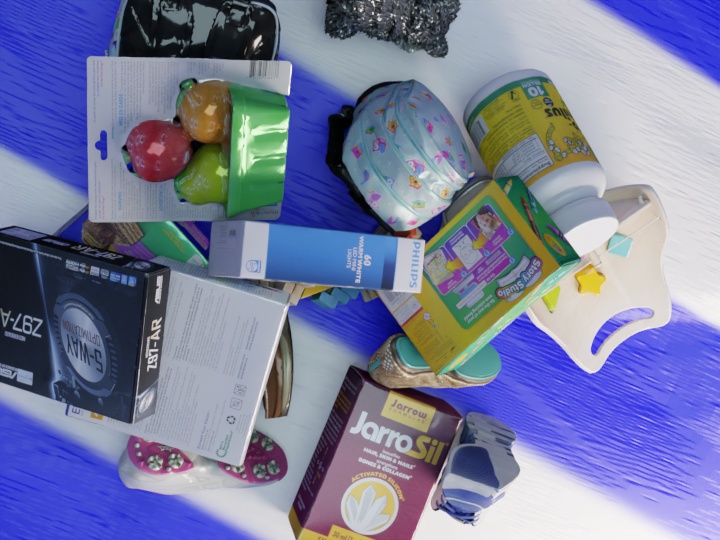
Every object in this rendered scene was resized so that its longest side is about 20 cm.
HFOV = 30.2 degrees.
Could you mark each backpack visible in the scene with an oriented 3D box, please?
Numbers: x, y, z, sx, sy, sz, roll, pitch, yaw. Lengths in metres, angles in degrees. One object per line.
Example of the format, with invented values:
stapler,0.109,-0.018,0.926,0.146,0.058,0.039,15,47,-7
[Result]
backpack,-0.185,-0.207,1.422,0.177,0.151,0.200,9,102,-12
backpack,0.047,-0.126,1.441,0.167,0.200,0.127,44,110,-8

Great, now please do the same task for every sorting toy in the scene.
sorting toy,0.279,0.020,1.564,0.200,0.107,0.180,-33,108,-5

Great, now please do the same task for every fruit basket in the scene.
fruit basket,-0.173,-0.132,1.342,0.199,0.094,0.186,2,122,-7

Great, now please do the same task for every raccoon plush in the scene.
raccoon plush,0.030,-0.275,1.439,0.134,0.200,0.097,20,110,9

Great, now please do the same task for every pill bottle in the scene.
pill bottle,0.203,-0.115,1.479,0.113,0.113,0.200,-21,65,-7

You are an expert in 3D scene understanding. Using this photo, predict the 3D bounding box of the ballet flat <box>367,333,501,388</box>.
ballet flat,0.081,0.106,1.532,0.200,0.065,0.071,11,56,-46

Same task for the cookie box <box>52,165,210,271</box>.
cookie box,-0.261,0.012,1.450,0.200,0.075,0.171,-39,102,13

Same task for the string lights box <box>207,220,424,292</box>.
string lights box,-0.046,-0.014,1.375,0.200,0.103,0.059,6,89,-24

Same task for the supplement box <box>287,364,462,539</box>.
supplement box,0.015,0.229,1.532,0.131,0.103,0.200,21,92,-10

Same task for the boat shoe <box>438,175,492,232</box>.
boat shoe,0.111,-0.017,1.530,0.075,0.086,0.202,34,90,-12

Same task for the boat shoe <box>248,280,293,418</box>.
boat shoe,-0.115,0.067,1.512,0.074,0.076,0.201,-4,88,-3

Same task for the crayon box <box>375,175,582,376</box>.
crayon box,0.125,0.007,1.435,0.200,0.058,0.119,-44,73,29

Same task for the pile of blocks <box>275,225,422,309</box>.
pile of blocks,0.000,0.000,1.490,0.200,0.062,0.082,-26,99,-28

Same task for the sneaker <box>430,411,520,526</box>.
sneaker,0.128,0.248,1.519,0.080,0.199,0.115,20,105,6

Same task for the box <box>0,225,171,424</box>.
box,-0.296,0.053,1.367,0.200,0.044,0.161,15,106,21

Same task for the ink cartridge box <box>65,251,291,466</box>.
ink cartridge box,-0.194,0.090,1.414,0.200,0.043,0.197,17,108,-1

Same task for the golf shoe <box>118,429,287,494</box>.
golf shoe,-0.182,0.219,1.520,0.200,0.092,0.075,11,53,-28
